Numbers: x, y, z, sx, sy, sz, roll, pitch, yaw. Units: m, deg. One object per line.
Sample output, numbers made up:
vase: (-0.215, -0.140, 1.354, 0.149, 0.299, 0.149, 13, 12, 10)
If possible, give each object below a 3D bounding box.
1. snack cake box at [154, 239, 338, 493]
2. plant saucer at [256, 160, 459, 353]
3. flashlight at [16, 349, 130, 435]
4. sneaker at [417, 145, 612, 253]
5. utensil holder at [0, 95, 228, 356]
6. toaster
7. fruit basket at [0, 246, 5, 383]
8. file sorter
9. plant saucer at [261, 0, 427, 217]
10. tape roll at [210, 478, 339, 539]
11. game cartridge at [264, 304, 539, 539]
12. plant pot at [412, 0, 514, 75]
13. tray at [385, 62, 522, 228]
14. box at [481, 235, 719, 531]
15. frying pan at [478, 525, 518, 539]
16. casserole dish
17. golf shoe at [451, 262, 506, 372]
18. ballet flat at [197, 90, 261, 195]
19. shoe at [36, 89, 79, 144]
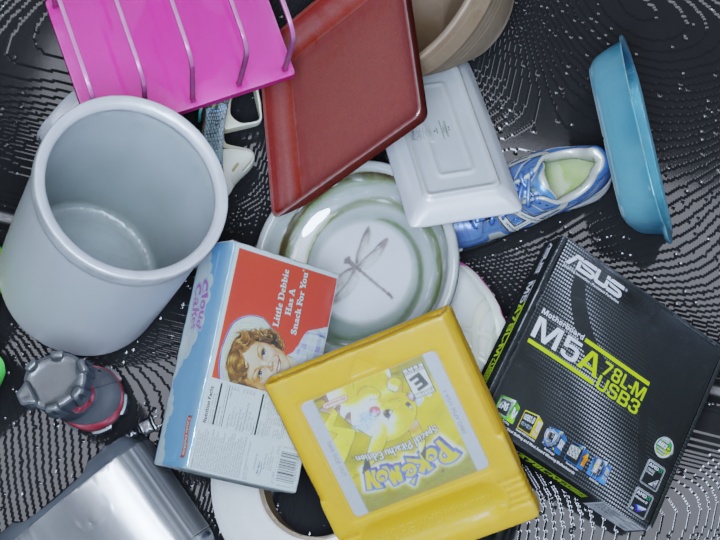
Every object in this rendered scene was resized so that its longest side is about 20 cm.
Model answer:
snack cake box: (-0.099, 0.085, 1.470, 0.114, 0.067, 0.202, 17, 79, -30)
plant saucer: (0.000, 0.000, 1.555, 0.198, 0.050, 0.202, -4, 75, 17)
flashlight: (-0.247, 0.105, 1.474, 0.067, 0.200, 0.068, 14, 79, 2)
sneaker: (0.144, -0.075, 1.569, 0.199, 0.077, 0.076, -23, 82, -3)
utensil holder: (-0.226, -0.032, 1.476, 0.169, 0.200, 0.171, 10, 63, -20)
toaster: (-0.219, 0.237, 1.490, 0.200, 0.114, 0.129, -39, 86, 2)
fruit basket: (-0.408, 0.057, 1.534, 0.214, 0.156, 0.217, 18, 40, -16)
file sorter: (-0.170, -0.225, 1.502, 0.199, 0.125, 0.140, -19, 83, -10)
plant saucer: (-0.012, -0.171, 1.534, 0.037, 0.199, 0.201, 21, 50, -38)
tape roll: (-0.038, 0.192, 1.524, 0.201, 0.037, 0.205, -2, 78, 9)
game cartridge: (0.037, 0.151, 1.432, 0.175, 0.032, 0.201, -22, 102, 13)
plant pot: (0.080, -0.262, 1.574, 0.092, 0.200, 0.202, 23, 77, -37)
tray: (0.075, -0.126, 1.556, 0.106, 0.022, 0.201, -10, 51, -7)
box: (0.213, 0.103, 1.505, 0.199, 0.047, 0.194, 34, 71, -14)
frying pan: (0.052, 0.222, 1.535, 0.188, 0.031, 0.116, 1, 71, 8)
casserole dish: (0.251, -0.119, 1.561, 0.039, 0.121, 0.202, -15, 79, 15)
golf shoe: (0.090, 0.082, 1.521, 0.091, 0.075, 0.201, 1, 63, -37)
ballet flat: (-0.128, -0.130, 1.585, 0.074, 0.074, 0.202, 5, 81, 1)
shoe: (-0.211, -0.168, 1.594, 0.091, 0.071, 0.200, 41, 87, 5)
